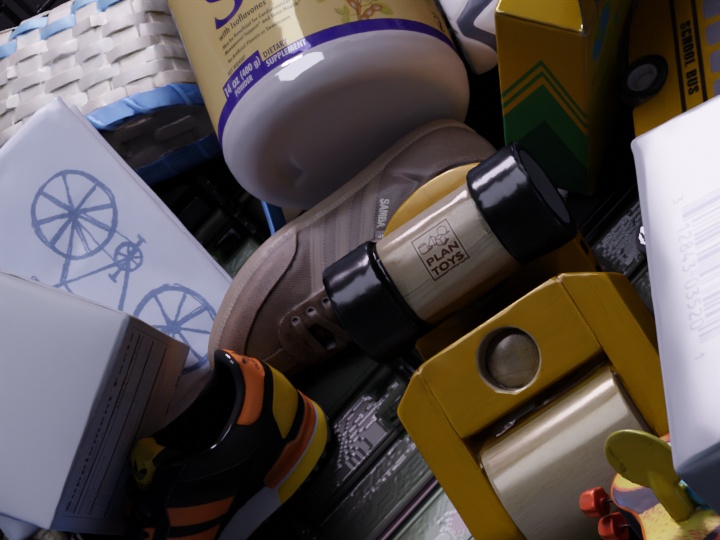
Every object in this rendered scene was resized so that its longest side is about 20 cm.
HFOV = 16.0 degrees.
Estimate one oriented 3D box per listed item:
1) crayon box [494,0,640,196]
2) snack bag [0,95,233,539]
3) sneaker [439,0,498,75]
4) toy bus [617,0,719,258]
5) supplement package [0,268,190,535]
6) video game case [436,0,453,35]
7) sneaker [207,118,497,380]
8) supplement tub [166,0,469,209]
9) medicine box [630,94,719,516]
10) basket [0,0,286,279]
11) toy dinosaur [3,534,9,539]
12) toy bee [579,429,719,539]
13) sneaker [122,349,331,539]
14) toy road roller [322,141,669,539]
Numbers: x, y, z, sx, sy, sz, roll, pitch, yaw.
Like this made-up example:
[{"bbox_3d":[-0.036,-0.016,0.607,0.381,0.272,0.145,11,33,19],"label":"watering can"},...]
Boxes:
[{"bbox_3d":[0.112,-0.143,1.323,0.051,0.200,0.127,15,65,13],"label":"crayon box"},{"bbox_3d":[-0.181,0.033,1.468,0.200,0.021,0.189,-43,82,-1],"label":"snack bag"},{"bbox_3d":[0.088,-0.221,1.493,0.130,0.080,0.199,-23,55,3],"label":"sneaker"},{"bbox_3d":[0.182,-0.062,1.297,0.078,0.065,0.200,-24,42,23],"label":"toy bus"},{"bbox_3d":[-0.175,0.067,1.351,0.117,0.200,0.117,19,85,8],"label":"supplement package"},{"bbox_3d":[0.019,-0.203,1.606,0.182,0.022,0.200,-48,38,-3],"label":"video game case"},{"bbox_3d":[0.000,0.000,1.406,0.200,0.070,0.076,-46,39,1],"label":"sneaker"},{"bbox_3d":[-0.034,-0.152,1.472,0.145,0.145,0.200,-32,59,17],"label":"supplement tub"},{"bbox_3d":[0.212,0.042,1.065,0.103,0.200,0.182,-28,42,25],"label":"medicine box"},{"bbox_3d":[-0.135,-0.070,1.554,0.176,0.139,0.200,-19,73,27],"label":"basket"},{"bbox_3d":[-0.233,0.120,1.533,0.200,0.060,0.106,23,61,34],"label":"toy dinosaur"},{"bbox_3d":[0.152,0.113,1.130,0.109,0.131,0.200,-26,7,23],"label":"toy bee"},{"bbox_3d":[-0.106,0.131,1.371,0.200,0.090,0.070,-53,39,-8],"label":"sneaker"},{"bbox_3d":[0.088,0.039,1.275,0.123,0.146,0.200,-35,77,14],"label":"toy road roller"}]
